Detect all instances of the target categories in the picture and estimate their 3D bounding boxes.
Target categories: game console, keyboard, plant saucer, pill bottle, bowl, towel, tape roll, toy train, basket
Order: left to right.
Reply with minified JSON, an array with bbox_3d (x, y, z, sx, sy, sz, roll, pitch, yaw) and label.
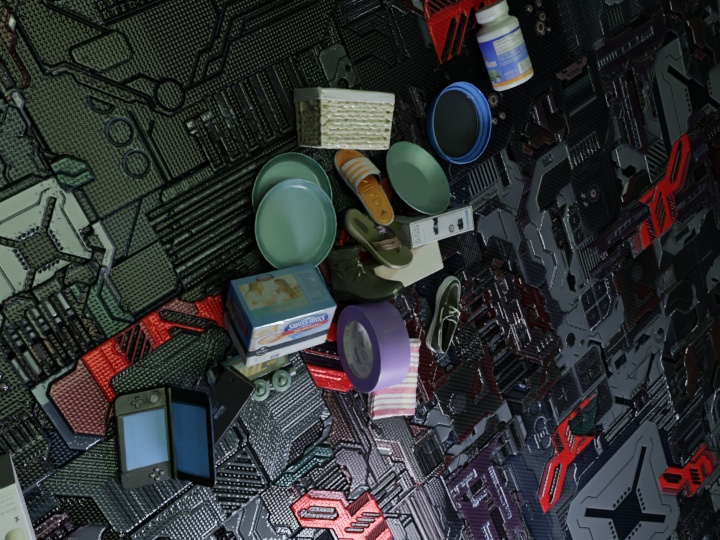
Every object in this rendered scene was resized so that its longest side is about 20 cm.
[{"bbox_3d":[-0.394,0.345,1.325,0.168,0.118,0.205,-7,100,-32],"label":"game console"},{"bbox_3d":[-0.312,0.276,1.371,0.126,0.021,0.201,35,108,-5],"label":"keyboard"},{"bbox_3d":[-0.238,0.226,1.435,0.197,0.085,0.116,-21,94,-26],"label":"toy train"},{"bbox_3d":[-0.154,-0.158,1.465,0.197,0.027,0.205,-4,98,-31],"label":"plant saucer"},{"bbox_3d":[-0.144,-0.097,1.440,0.197,0.027,0.205,-5,99,-33],"label":"plant saucer"},{"bbox_3d":[-0.038,-0.333,1.455,0.197,0.135,0.126,-4,103,-32],"label":"basket"},{"bbox_3d":[0.027,0.174,1.522,0.084,0.199,0.205,-10,102,-29],"label":"tape roll"},{"bbox_3d":[0.089,0.273,1.676,0.144,0.030,0.205,2,95,-33],"label":"towel"},{"bbox_3d":[0.132,-0.217,1.599,0.198,0.039,0.204,20,54,-30],"label":"plant saucer"},{"bbox_3d":[0.250,-0.377,1.687,0.197,0.039,0.205,-5,100,-32],"label":"bowl"},{"bbox_3d":[0.364,-0.579,1.690,0.111,0.111,0.203,-35,113,-23],"label":"pill bottle"}]

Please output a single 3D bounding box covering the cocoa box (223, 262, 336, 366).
[{"bbox_3d":[-0.172,0.089,1.396,0.197,0.134,0.132,-13,143,-30],"label":"cocoa box"}]

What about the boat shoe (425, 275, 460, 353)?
[{"bbox_3d":[0.232,0.117,1.725,0.070,0.063,0.204,16,88,-33],"label":"boat shoe"}]

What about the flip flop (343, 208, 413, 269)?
[{"bbox_3d":[0.048,-0.075,1.497,0.199,0.057,0.082,40,43,-21],"label":"flip flop"}]

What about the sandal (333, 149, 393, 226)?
[{"bbox_3d":[0.020,-0.202,1.513,0.079,0.059,0.208,-33,87,-23],"label":"sandal"}]

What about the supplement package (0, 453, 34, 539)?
[{"bbox_3d":[-0.660,0.464,1.151,0.150,0.150,0.204,-17,105,-30],"label":"supplement package"}]

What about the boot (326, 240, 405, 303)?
[{"bbox_3d":[0.000,0.000,1.490,0.068,0.197,0.133,-38,122,-51],"label":"boot"}]

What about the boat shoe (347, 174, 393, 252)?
[{"bbox_3d":[0.033,-0.136,1.567,0.071,0.062,0.203,31,78,-29],"label":"boat shoe"}]

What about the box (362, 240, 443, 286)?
[{"bbox_3d":[0.096,-0.011,1.606,0.198,0.094,0.079,-25,109,-29],"label":"box"}]

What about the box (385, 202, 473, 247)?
[{"bbox_3d":[0.169,-0.115,1.623,0.197,0.116,0.061,-17,108,-28],"label":"box"}]
